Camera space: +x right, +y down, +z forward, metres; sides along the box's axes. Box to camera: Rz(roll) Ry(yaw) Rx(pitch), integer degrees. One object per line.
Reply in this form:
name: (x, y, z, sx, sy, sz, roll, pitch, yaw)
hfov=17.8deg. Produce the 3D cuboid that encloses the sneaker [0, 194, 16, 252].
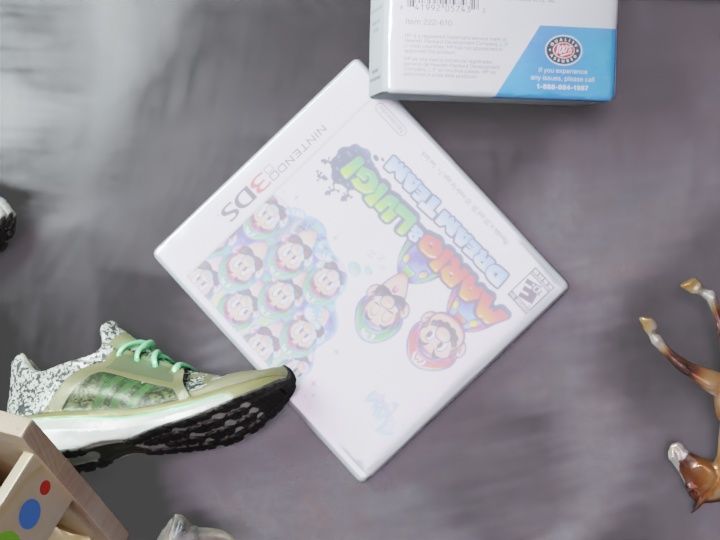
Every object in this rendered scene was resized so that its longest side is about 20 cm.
sneaker: (-0.319, -0.003, 1.458, 0.200, 0.079, 0.089, -37, 78, -6)

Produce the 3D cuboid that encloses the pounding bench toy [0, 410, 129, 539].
pounding bench toy: (-0.277, 0.170, 1.385, 0.199, 0.124, 0.156, 10, 57, 37)

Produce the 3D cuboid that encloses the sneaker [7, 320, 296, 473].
sneaker: (-0.140, 0.069, 1.436, 0.199, 0.077, 0.089, -11, 72, 8)

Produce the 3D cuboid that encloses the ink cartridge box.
ink cartridge box: (0.082, -0.205, 1.410, 0.144, 0.085, 0.201, 2, 92, -7)

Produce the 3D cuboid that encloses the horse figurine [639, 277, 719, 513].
horse figurine: (0.264, 0.048, 1.414, 0.199, 0.050, 0.133, -30, 98, -4)

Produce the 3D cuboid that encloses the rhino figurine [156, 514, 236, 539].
rhino figurine: (-0.162, 0.217, 1.435, 0.199, 0.060, 0.088, -30, 79, 5)

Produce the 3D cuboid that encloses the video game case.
video game case: (0.000, 0.000, 1.452, 0.182, 0.024, 0.200, -43, 86, 2)
